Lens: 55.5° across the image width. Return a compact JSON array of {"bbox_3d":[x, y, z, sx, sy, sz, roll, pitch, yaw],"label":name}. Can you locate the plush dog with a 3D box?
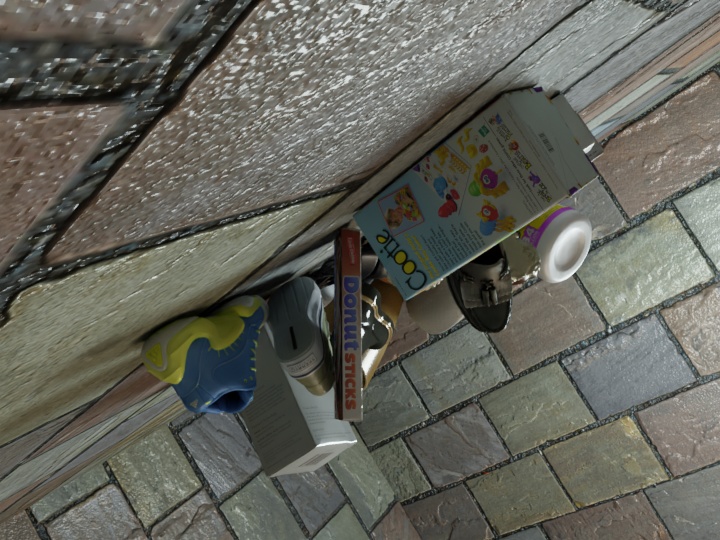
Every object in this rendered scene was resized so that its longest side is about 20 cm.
[{"bbox_3d":[0.115,-0.060,0.883,0.198,0.162,0.172,-3,-176,-12],"label":"plush dog"}]

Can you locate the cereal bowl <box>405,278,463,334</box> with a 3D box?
[{"bbox_3d":[0.144,0.008,1.224,0.200,0.083,0.201,-51,-163,21],"label":"cereal bowl"}]

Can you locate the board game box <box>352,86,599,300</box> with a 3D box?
[{"bbox_3d":[0.109,-0.072,0.668,0.199,0.105,0.103,-35,176,37],"label":"board game box"}]

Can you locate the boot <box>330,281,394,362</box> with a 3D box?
[{"bbox_3d":[-0.014,0.114,1.007,0.200,0.077,0.139,62,46,-60],"label":"boot"}]

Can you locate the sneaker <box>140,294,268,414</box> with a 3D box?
[{"bbox_3d":[-0.140,0.093,0.710,0.075,0.106,0.200,-34,175,25],"label":"sneaker"}]

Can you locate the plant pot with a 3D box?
[{"bbox_3d":[-0.010,0.079,1.214,0.200,0.186,0.186,-49,-175,-30],"label":"plant pot"}]

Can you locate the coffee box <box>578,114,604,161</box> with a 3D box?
[{"bbox_3d":[0.322,-0.180,1.191,0.113,0.080,0.200,-33,176,-6],"label":"coffee box"}]

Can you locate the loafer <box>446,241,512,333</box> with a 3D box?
[{"bbox_3d":[0.128,-0.022,0.764,0.071,0.202,0.063,-14,-173,-1],"label":"loafer"}]

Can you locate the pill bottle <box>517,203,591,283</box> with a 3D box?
[{"bbox_3d":[0.224,-0.068,0.986,0.104,0.105,0.200,-31,-140,-22],"label":"pill bottle"}]

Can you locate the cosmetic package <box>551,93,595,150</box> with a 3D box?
[{"bbox_3d":[0.235,-0.158,0.872,0.101,0.074,0.200,-34,178,17],"label":"cosmetic package"}]

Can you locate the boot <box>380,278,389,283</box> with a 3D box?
[{"bbox_3d":[0.104,-0.050,1.097,0.200,0.074,0.155,-46,167,7],"label":"boot"}]

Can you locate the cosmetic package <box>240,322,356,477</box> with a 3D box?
[{"bbox_3d":[-0.097,0.144,0.856,0.081,0.201,0.113,-35,156,17],"label":"cosmetic package"}]

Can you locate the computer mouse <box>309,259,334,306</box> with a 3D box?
[{"bbox_3d":[-0.065,0.033,1.010,0.109,0.044,0.200,-34,176,0],"label":"computer mouse"}]

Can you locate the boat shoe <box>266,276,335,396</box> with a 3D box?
[{"bbox_3d":[-0.070,0.074,0.799,0.071,0.062,0.200,-24,-154,5],"label":"boat shoe"}]

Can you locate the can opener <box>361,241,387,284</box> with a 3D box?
[{"bbox_3d":[0.000,0.000,1.017,0.078,0.064,0.200,7,157,-16],"label":"can opener"}]

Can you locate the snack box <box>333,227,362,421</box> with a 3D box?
[{"bbox_3d":[-0.014,0.060,0.745,0.024,0.202,0.072,1,169,-8],"label":"snack box"}]

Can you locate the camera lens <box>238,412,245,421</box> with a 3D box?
[{"bbox_3d":[-0.131,0.167,1.070,0.159,0.161,0.200,-31,-172,-17],"label":"camera lens"}]
